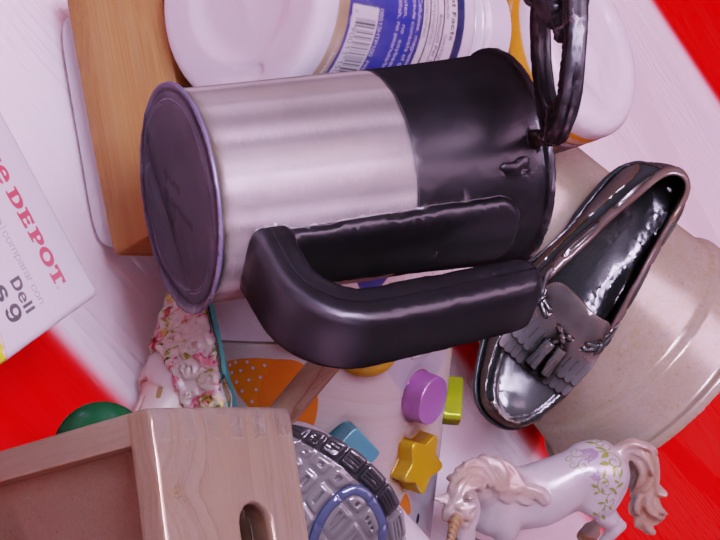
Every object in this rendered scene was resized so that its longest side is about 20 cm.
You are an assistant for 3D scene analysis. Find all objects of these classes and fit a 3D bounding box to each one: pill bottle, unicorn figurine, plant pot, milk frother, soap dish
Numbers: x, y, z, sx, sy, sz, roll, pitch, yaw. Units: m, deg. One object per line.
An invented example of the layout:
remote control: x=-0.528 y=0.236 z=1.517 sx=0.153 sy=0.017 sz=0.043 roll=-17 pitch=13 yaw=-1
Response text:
pill bottle: x=-0.005 y=-0.145 z=1.087 sx=0.199 sy=0.119 sz=0.120 roll=0 pitch=76 yaw=-53
unicorn figurine: x=0.110 y=0.156 z=1.230 sx=0.199 sy=0.074 sz=0.138 roll=-27 pitch=139 yaw=-25
plant pot: x=0.144 y=0.008 z=1.315 sx=0.183 sy=0.200 sz=0.201 roll=42 pitch=45 yaw=-17
milk frother: x=0.008 y=-0.072 z=0.930 sx=0.187 sy=0.180 sz=0.201 roll=-9 pitch=119 yaw=-24
pill bottle: x=0.069 y=-0.117 z=1.235 sx=0.116 sy=0.199 sz=0.117 roll=23 pitch=59 yaw=-44
soap dish: x=-0.079 y=-0.088 z=1.136 sx=0.199 sy=0.081 sz=0.158 roll=0 pitch=76 yaw=-53

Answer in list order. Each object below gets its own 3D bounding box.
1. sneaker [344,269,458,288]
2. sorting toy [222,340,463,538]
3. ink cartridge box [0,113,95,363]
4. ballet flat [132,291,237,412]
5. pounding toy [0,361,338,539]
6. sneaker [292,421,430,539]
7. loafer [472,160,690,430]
sneaker: x=0.000 y=0.000 z=1.103 sx=0.199 sy=0.080 sz=0.116 roll=29 pitch=76 yaw=-43
sorting toy: x=0.007 y=0.116 z=1.175 sx=0.200 sy=0.106 sz=0.181 roll=-17 pitch=109 yaw=-53
ink cartridge box: x=-0.239 y=0.000 z=0.895 sx=0.200 sy=0.087 sz=0.146 roll=-40 pitch=107 yaw=-52
ballet flat: x=-0.094 y=0.103 z=1.059 sx=0.064 sy=0.076 sz=0.201 roll=-11 pitch=78 yaw=-19
pounding toy: x=-0.092 y=0.136 z=0.947 sx=0.142 sy=0.183 sz=0.201 roll=5 pitch=72 yaw=-51
sneaker: x=0.003 y=0.161 z=1.086 sx=0.200 sy=0.074 sz=0.087 roll=53 pitch=-2 yaw=-22
loafer: x=0.140 y=0.011 z=1.195 sx=0.072 sy=0.063 sz=0.201 roll=36 pitch=78 yaw=-9
